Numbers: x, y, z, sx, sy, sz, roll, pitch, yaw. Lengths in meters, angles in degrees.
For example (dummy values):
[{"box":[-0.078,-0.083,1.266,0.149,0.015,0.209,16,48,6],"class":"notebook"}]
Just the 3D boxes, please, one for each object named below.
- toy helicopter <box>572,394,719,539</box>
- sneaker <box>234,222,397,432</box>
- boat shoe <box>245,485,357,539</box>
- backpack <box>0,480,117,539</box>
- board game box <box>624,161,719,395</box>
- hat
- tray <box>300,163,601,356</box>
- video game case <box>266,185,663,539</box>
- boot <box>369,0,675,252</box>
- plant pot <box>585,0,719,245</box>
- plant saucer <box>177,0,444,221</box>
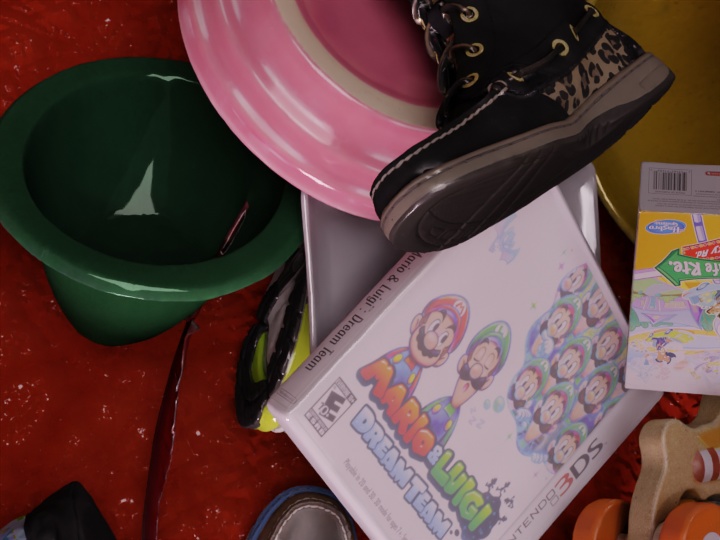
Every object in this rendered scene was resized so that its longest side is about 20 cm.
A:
[{"box":[0.202,0.101,0.866,0.132,0.079,0.202,30,67,-31],"class":"toy helicopter"},{"box":[0.000,0.000,0.848,0.080,0.074,0.202,26,79,-27],"class":"sneaker"},{"box":[-0.033,0.210,0.806,0.071,0.072,0.202,10,82,-12],"class":"boat shoe"},{"box":[-0.191,0.219,0.745,0.198,0.154,0.165,-24,94,4],"class":"backpack"},{"box":[0.232,0.011,0.779,0.198,0.135,0.034,3,48,9],"class":"board game box"},{"box":[-0.121,0.016,0.835,0.164,0.177,0.201,22,44,7],"class":"hat"},{"box":[0.049,0.001,0.829,0.198,0.022,0.109,-6,95,-37],"class":"tray"},{"box":[0.063,0.065,0.816,0.182,0.024,0.201,-46,130,-14],"class":"video game case"},{"box":[0.041,-0.103,0.727,0.203,0.074,0.154,-29,78,-44],"class":"boot"},{"box":[0.233,-0.102,0.859,0.141,0.199,0.202,-25,90,-40],"class":"plant pot"},{"box":[0.008,-0.122,0.796,0.199,0.051,0.202,16,55,-24],"class":"plant saucer"}]
